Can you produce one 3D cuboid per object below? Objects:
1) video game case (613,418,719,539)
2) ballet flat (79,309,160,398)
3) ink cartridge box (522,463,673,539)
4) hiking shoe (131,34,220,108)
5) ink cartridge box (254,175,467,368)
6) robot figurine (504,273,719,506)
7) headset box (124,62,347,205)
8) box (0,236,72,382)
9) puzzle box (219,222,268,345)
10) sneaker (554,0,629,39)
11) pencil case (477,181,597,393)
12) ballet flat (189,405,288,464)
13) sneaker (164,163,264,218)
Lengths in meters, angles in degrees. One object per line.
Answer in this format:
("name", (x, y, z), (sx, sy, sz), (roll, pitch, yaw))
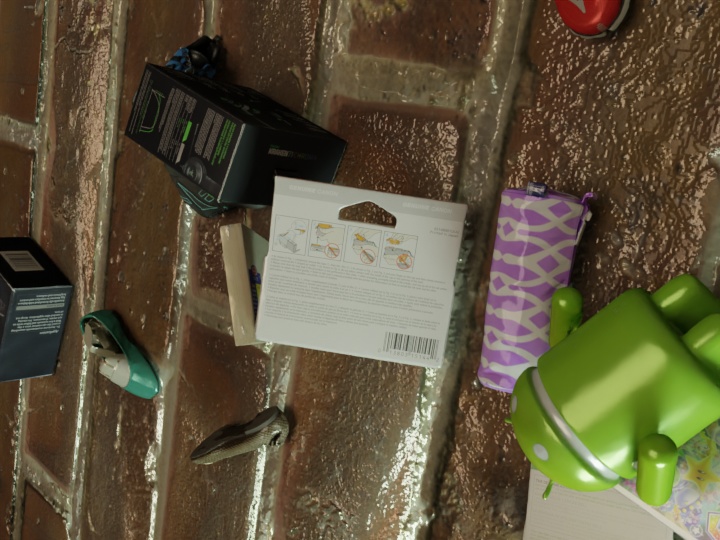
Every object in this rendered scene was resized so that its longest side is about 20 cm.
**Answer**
("video game case", (0.274, 0.139, 0.648), (0.200, 0.018, 0.143), (34, 100, 37))
("ballet flat", (-0.397, 0.138, 1.277), (0.200, 0.070, 0.067), (45, 121, 32))
("ink cartridge box", (0.217, 0.244, 0.715), (0.145, 0.048, 0.201), (1, 78, 43))
("hiking shoe", (-0.238, -0.248, 1.035), (0.087, 0.074, 0.200), (-51, 18, 31))
("ink cartridge box", (0.000, 0.000, 0.827), (0.199, 0.045, 0.177), (9, 103, 2))
("robot figurine", (0.204, 0.094, 0.625), (0.200, 0.116, 0.176), (-42, 44, 21))
("headset box", (-0.140, -0.152, 0.931), (0.200, 0.174, 0.093), (34, 110, 31))
("box", (-0.649, 0.068, 1.481), (0.197, 0.117, 0.200), (37, 116, 35))
("puzzle box", (-0.127, 0.021, 0.946), (0.025, 0.200, 0.133), (-8, 85, 2))
("sneaker", (0.178, -0.299, 0.688), (0.077, 0.085, 0.201), (-14, 83, 44))
("pencil case", (0.161, 0.017, 0.733), (0.085, 0.084, 0.201), (10, 102, 19))
("ballet flat", (-0.163, 0.233, 1.075), (0.200, 0.067, 0.046), (-29, 106, 38))
("sneaker", (-0.185, -0.110, 1.073), (0.200, 0.075, 0.079), (23, 130, 40))
